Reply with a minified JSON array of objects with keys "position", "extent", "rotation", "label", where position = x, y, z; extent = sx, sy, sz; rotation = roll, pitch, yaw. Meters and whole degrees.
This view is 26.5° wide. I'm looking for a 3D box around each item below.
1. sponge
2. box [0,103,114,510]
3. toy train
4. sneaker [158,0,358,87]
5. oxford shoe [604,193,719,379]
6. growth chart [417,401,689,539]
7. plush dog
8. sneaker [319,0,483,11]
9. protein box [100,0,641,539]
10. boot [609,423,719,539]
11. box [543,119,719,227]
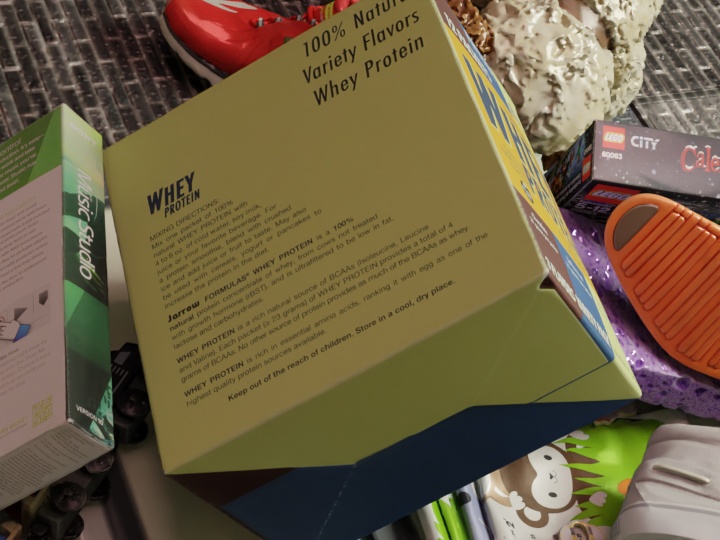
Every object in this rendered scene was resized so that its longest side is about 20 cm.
[{"position":[0.148,0.022,0.877],"extent":[0.199,0.030,0.112],"rotation":[17,42,-37],"label":"sponge"},{"position":[-0.187,0.028,0.749],"extent":[0.036,0.144,0.201],"rotation":[41,29,-45],"label":"box"},{"position":[-0.152,0.106,0.753],"extent":[0.046,0.034,0.200],"rotation":[23,46,8],"label":"toy train"},{"position":[-0.031,-0.147,0.983],"extent":[0.199,0.085,0.077],"rotation":[23,45,2],"label":"sneaker"},{"position":[0.209,0.022,0.870],"extent":[0.200,0.071,0.073],"rotation":[41,16,-18],"label":"oxford shoe"},{"position":[0.115,0.124,0.836],"extent":[0.199,0.018,0.145],"rotation":[-7,51,-25],"label":"growth chart"},{"position":[0.124,-0.147,0.964],"extent":[0.200,0.160,0.172],"rotation":[39,59,-22],"label":"plush dog"},{"position":[0.067,-0.196,1.069],"extent":[0.199,0.070,0.090],"rotation":[-22,56,-35],"label":"sneaker"},{"position":[0.000,0.000,0.765],"extent":[0.198,0.135,0.201],"rotation":[-28,52,13],"label":"protein box"},{"position":[0.234,0.128,0.781],"extent":[0.199,0.074,0.096],"rotation":[12,46,17],"label":"boot"},{"position":[0.212,-0.036,0.925],"extent":[0.198,0.137,0.038],"rotation":[8,74,-9],"label":"box"}]
